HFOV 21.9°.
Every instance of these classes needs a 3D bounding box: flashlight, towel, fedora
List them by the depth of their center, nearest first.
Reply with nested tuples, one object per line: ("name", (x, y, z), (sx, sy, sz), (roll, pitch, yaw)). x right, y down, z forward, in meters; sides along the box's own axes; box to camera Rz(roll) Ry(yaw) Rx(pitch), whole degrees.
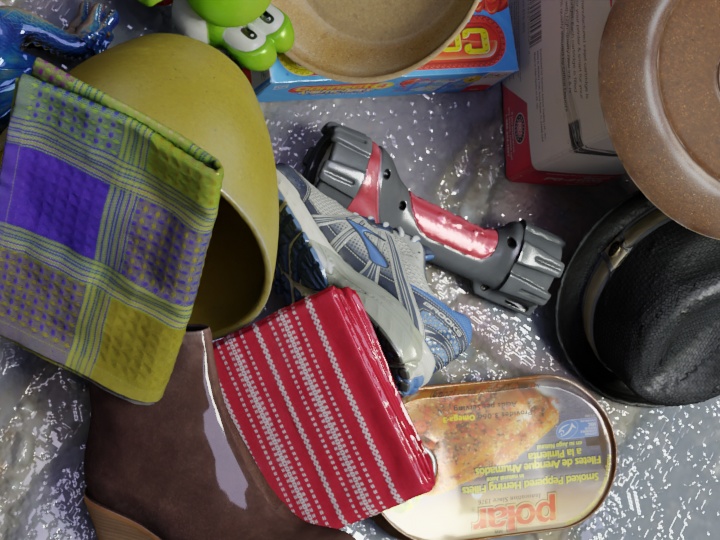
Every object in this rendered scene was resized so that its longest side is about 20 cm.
("towel", (-0.162, -0.015, 1.116), (0.143, 0.201, 0.023), (28, 38, 8))
("towel", (-0.058, 0.108, 1.209), (0.022, 0.199, 0.145), (-24, 89, -62))
("fedora", (0.241, 0.030, 1.330), (0.199, 0.092, 0.202), (-3, 118, -6))
("flashlight", (0.054, -0.039, 1.332), (0.199, 0.068, 0.068), (22, 63, -17))

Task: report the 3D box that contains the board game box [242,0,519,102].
("board game box", (0.004, -0.228, 1.350), (0.199, 0.056, 0.197), (-6, 82, -23))

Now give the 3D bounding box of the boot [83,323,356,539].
("boot", (-0.093, 0.120, 1.176), (0.072, 0.199, 0.168), (-25, 114, -62))

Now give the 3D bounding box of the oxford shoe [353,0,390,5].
("oxford shoe", (0.053, -0.259, 1.272), (0.074, 0.071, 0.200), (36, 98, -7))

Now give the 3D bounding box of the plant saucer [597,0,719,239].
("plant saucer", (0.250, -0.121, 1.228), (0.199, 0.034, 0.202), (5, 79, -25))

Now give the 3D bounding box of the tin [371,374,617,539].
("tin", (0.089, 0.137, 1.331), (0.199, 0.042, 0.113), (-3, 78, -22))

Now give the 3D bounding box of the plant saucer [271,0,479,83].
("plant saucer", (0.006, -0.227, 1.242), (0.035, 0.199, 0.201), (-15, 85, -60))

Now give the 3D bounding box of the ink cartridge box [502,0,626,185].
("ink cartridge box", (0.180, -0.152, 1.329), (0.084, 0.200, 0.146), (2, 80, -22))

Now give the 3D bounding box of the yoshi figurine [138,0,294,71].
("yoshi figurine", (-0.124, -0.216, 1.236), (0.200, 0.112, 0.113), (37, 105, 13))

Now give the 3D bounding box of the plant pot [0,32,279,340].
("plant pot", (-0.135, -0.069, 1.210), (0.199, 0.200, 0.143), (30, 50, -14))

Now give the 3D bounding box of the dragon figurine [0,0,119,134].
("dragon figurine", (-0.244, -0.125, 1.229), (0.099, 0.059, 0.200), (41, 67, -10))

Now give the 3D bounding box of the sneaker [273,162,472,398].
("sneaker", (0.000, 0.000, 1.247), (0.085, 0.077, 0.200), (-22, 59, -31))
